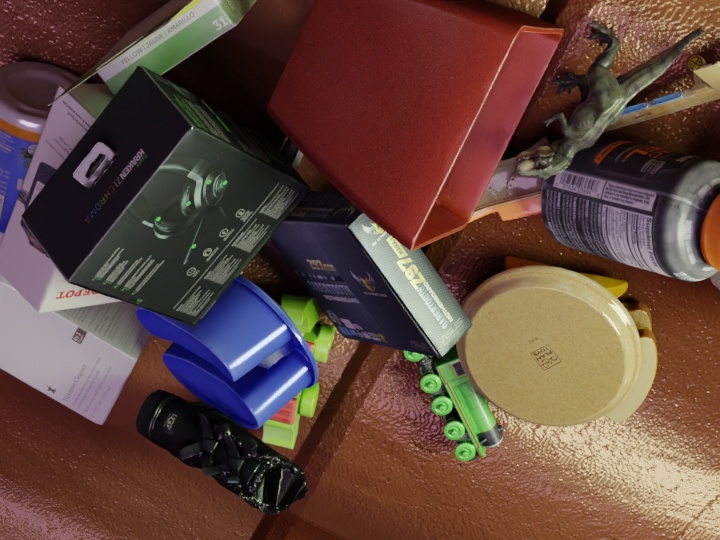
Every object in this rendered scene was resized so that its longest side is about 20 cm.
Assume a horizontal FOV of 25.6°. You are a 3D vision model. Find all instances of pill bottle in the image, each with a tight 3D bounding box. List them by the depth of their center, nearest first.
[{"bbox_3d":[0.260,-0.052,1.376,0.199,0.106,0.107,20,135,48],"label":"pill bottle"},{"bbox_3d":[-0.326,-0.090,1.537,0.111,0.112,0.202,19,124,0],"label":"pill bottle"}]

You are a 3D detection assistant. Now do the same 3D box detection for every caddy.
[{"bbox_3d":[-0.124,0.062,1.543,0.199,0.105,0.142,25,150,44],"label":"caddy"}]

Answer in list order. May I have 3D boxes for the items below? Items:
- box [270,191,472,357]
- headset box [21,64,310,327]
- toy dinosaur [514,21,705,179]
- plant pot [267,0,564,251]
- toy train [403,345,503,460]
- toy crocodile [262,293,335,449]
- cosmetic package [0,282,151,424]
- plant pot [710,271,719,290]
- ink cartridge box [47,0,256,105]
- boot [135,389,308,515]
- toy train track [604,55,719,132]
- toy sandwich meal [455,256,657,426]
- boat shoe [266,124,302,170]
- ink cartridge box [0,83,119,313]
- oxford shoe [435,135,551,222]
[{"bbox_3d":[0.000,0.000,1.488,0.158,0.051,0.199,55,159,-21],"label":"box"},{"bbox_3d":[-0.172,-0.061,1.385,0.175,0.199,0.093,-50,58,12],"label":"headset box"},{"bbox_3d":[0.211,-0.162,1.387,0.200,0.089,0.047,-43,135,19],"label":"toy dinosaur"},{"bbox_3d":[0.039,-0.157,1.353,0.175,0.200,0.202,30,105,11],"label":"plant pot"},{"bbox_3d":[0.090,0.110,1.613,0.056,0.042,0.201,-22,115,12],"label":"toy train"},{"bbox_3d":[-0.073,0.106,1.632,0.067,0.062,0.202,16,124,2],"label":"toy crocodile"},{"bbox_3d":[-0.325,0.056,1.647,0.198,0.081,0.113,28,125,-7],"label":"cosmetic package"},{"bbox_3d":[0.411,-0.022,1.380,0.200,0.201,0.183,42,132,-15],"label":"plant pot"},{"bbox_3d":[-0.173,-0.198,1.382,0.145,0.201,0.048,-29,109,26],"label":"ink cartridge box"},{"bbox_3d":[-0.123,0.189,1.604,0.161,0.198,0.074,25,85,27],"label":"boot"},{"bbox_3d":[0.284,-0.162,1.394,0.198,0.033,0.114,-15,158,31],"label":"toy train track"},{"bbox_3d":[0.193,0.067,1.549,0.202,0.070,0.207,9,124,13],"label":"toy sandwich meal"},{"bbox_3d":[-0.117,-0.084,1.518,0.066,0.075,0.200,26,134,-18],"label":"boat shoe"},{"bbox_3d":[-0.239,-0.068,1.480,0.084,0.144,0.201,41,119,28],"label":"ink cartridge box"},{"bbox_3d":[0.093,-0.079,1.486,0.197,0.071,0.074,-12,101,12],"label":"oxford shoe"}]
